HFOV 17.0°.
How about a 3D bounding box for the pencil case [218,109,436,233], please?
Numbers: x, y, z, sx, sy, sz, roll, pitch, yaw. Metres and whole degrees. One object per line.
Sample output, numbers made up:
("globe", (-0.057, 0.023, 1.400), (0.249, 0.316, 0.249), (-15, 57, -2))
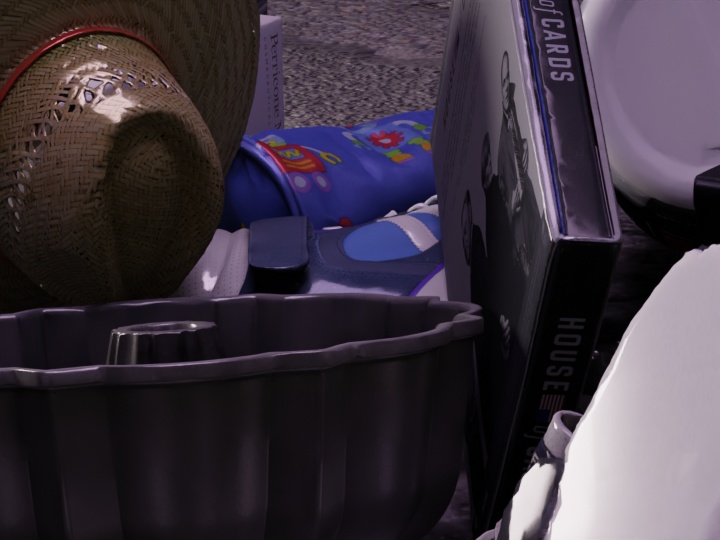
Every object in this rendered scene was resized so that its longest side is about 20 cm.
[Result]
("pencil case", (0.012, -0.035, 1.062), (0.199, 0.079, 0.087), (-16, 33, -42))

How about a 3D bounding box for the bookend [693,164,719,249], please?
("bookend", (0.200, -0.029, 0.825), (0.198, 0.202, 0.092), (12, 21, 34))

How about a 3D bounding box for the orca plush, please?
("orca plush", (0.087, 0.097, 0.561), (0.071, 0.201, 0.105), (30, -43, -32))

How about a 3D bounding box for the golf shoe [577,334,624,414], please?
("golf shoe", (0.120, 0.056, 0.717), (0.077, 0.095, 0.200), (-9, -10, -21))

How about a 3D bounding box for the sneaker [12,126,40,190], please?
("sneaker", (-0.148, -0.024, 0.940), (0.199, 0.140, 0.078), (-24, 21, 18))

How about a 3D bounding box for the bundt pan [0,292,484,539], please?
("bundt pan", (-0.058, 0.054, 0.744), (0.200, 0.076, 0.202), (-3, 4, 0))

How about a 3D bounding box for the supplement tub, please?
("supplement tub", (0.154, -0.070, 1.020), (0.121, 0.124, 0.200), (2, -5, 10))

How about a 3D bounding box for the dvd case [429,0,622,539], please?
("dvd case", (0.049, -0.029, 0.788), (0.025, 0.151, 0.201), (2, 46, -6))

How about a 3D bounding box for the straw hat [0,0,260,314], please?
("straw hat", (-0.093, -0.033, 0.857), (0.200, 0.202, 0.085), (-14, 42, -34))

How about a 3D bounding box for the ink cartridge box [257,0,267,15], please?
("ink cartridge box", (-0.106, -0.143, 1.210), (0.066, 0.202, 0.115), (-16, 22, -40))

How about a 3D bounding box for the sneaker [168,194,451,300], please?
("sneaker", (0.000, 0.000, 0.943), (0.145, 0.081, 0.200), (11, 26, 24))

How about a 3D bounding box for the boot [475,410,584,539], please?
("boot", (0.048, 0.082, 0.653), (0.198, 0.096, 0.074), (0, 17, 5))

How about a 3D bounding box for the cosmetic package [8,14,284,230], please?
("cosmetic package", (-0.114, -0.048, 1.066), (0.084, 0.108, 0.200), (7, 21, 26))
